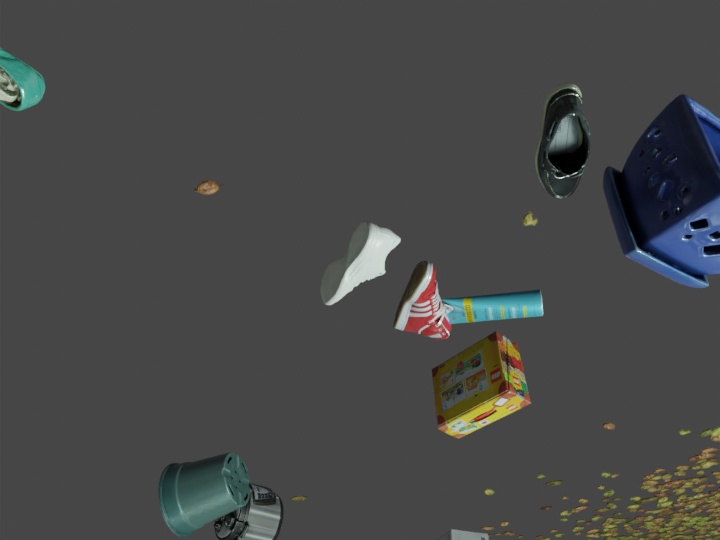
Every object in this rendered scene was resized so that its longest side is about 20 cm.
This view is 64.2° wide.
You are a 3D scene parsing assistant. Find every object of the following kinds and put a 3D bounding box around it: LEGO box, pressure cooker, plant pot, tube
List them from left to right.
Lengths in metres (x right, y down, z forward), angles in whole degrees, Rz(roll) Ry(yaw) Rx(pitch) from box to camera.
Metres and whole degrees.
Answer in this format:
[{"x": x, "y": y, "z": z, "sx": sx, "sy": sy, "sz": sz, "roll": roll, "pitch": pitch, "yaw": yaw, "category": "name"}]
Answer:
[{"x": -0.428, "y": 0.617, "z": 1.619, "sx": 0.193, "sy": 0.202, "sz": 0.201, "roll": -21, "pitch": 135, "yaw": 10, "category": "plant pot"}, {"x": -0.357, "y": 0.757, "z": 1.771, "sx": 0.198, "sy": 0.181, "sz": 0.175, "roll": 29, "pitch": 133, "yaw": -30, "category": "pressure cooker"}, {"x": 0.256, "y": 0.251, "z": 1.253, "sx": 0.077, "sy": 0.151, "sz": 0.199, "roll": 29, "pitch": 130, "yaw": -29, "category": "LEGO box"}, {"x": 0.259, "y": 0.073, "z": 1.142, "sx": 0.196, "sy": 0.051, "sz": 0.078, "roll": -7, "pitch": 128, "yaw": 16, "category": "tube"}, {"x": 0.486, "y": -0.100, "z": 0.847, "sx": 0.197, "sy": 0.203, "sz": 0.180, "roll": 20, "pitch": 140, "yaw": -23, "category": "plant pot"}]

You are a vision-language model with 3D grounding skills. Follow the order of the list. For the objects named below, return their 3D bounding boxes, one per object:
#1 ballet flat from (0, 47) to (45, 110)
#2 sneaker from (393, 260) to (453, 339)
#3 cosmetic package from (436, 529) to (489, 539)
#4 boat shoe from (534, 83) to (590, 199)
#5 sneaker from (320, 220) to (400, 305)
[{"x": -0.501, "y": -0.275, "z": 0.721, "sx": 0.067, "sy": 0.071, "sz": 0.199, "roll": -32, "pitch": 129, "yaw": 30, "category": "ballet flat"}, {"x": 0.138, "y": 0.062, "z": 1.090, "sx": 0.111, "sy": 0.072, "sz": 0.201, "roll": 18, "pitch": 144, "yaw": -1, "category": "sneaker"}, {"x": 0.381, "y": 1.104, "z": 2.176, "sx": 0.162, "sy": 0.167, "sz": 0.201, "roll": 13, "pitch": 135, "yaw": -14, "category": "cosmetic package"}, {"x": 0.305, "y": -0.172, "z": 0.853, "sx": 0.073, "sy": 0.067, "sz": 0.201, "roll": -6, "pitch": 137, "yaw": 5, "category": "boat shoe"}, {"x": 0.000, "y": 0.000, "z": 1.038, "sx": 0.087, "sy": 0.076, "sz": 0.200, "roll": 12, "pitch": 136, "yaw": -31, "category": "sneaker"}]
